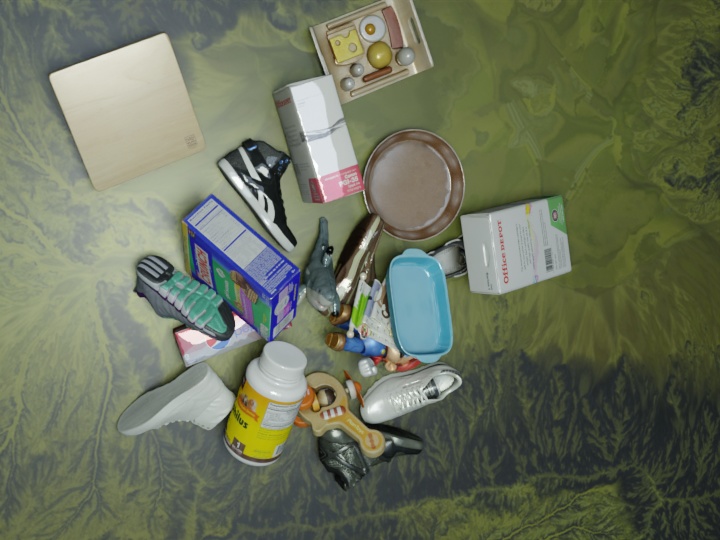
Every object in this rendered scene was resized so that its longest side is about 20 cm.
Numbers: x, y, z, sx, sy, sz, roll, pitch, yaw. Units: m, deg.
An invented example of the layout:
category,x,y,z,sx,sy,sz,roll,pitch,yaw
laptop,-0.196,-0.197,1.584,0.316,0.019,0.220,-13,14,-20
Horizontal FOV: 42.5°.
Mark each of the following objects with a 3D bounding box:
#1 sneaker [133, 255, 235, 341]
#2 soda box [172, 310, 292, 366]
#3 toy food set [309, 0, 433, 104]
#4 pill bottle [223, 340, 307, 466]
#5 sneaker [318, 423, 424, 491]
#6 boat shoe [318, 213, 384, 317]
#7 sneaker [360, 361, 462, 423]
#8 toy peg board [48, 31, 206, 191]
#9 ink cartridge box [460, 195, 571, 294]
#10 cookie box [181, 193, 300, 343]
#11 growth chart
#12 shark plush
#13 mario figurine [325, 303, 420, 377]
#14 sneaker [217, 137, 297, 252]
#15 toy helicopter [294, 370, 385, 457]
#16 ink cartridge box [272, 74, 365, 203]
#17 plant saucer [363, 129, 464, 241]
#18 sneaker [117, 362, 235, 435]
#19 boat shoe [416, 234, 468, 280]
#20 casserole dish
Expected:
category,x,y,z,sx,sy,sz,roll,pitch,yaw
sneaker,-0.296,0.061,1.558,0.199,0.088,0.074,39,45,9
soda box,-0.223,0.100,1.610,0.197,0.070,0.064,-21,98,-13
toy food set,0.019,-0.395,1.642,0.197,0.060,0.146,-24,101,-13
pill bottle,-0.157,0.223,1.569,0.107,0.110,0.202,14,116,-16
sneaker,0.017,0.343,1.701,0.196,0.076,0.117,4,95,-13
boat shoe,-0.001,-0.002,1.667,0.074,0.075,0.204,26,100,-20
sneaker,0.092,0.226,1.708,0.197,0.080,0.077,-25,103,-11
toy peg board,-0.386,-0.269,1.532,0.197,0.098,0.202,-23,116,-12
ink cartridge box,0.288,-0.049,1.707,0.198,0.083,0.148,-15,100,-35
cookie box,-0.197,0.000,1.517,0.199,0.172,0.075,40,64,14
growth chart,0.067,0.080,1.641,0.197,0.018,0.147,21,61,-25
shark plush,-0.055,-0.007,1.607,0.089,0.084,0.202,21,48,-6
mario figurine,0.042,0.122,1.649,0.198,0.106,0.125,19,107,-32
sneaker,-0.147,-0.139,1.609,0.111,0.073,0.201,-39,102,-8
toy helicopter,-0.027,0.252,1.640,0.199,0.080,0.132,37,60,25
ink cartridge box,-0.074,-0.223,1.585,0.082,0.146,0.203,-18,100,-14
plant saucer,0.095,-0.156,1.699,0.196,0.034,0.204,-2,96,-15
sneaker,-0.311,0.250,1.595,0.198,0.074,0.116,-29,129,11
boat shoe,0.181,-0.026,1.721,0.197,0.060,0.075,-15,98,-14
casserole dish,0.098,0.064,1.624,0.119,0.039,0.204,1,76,-31
